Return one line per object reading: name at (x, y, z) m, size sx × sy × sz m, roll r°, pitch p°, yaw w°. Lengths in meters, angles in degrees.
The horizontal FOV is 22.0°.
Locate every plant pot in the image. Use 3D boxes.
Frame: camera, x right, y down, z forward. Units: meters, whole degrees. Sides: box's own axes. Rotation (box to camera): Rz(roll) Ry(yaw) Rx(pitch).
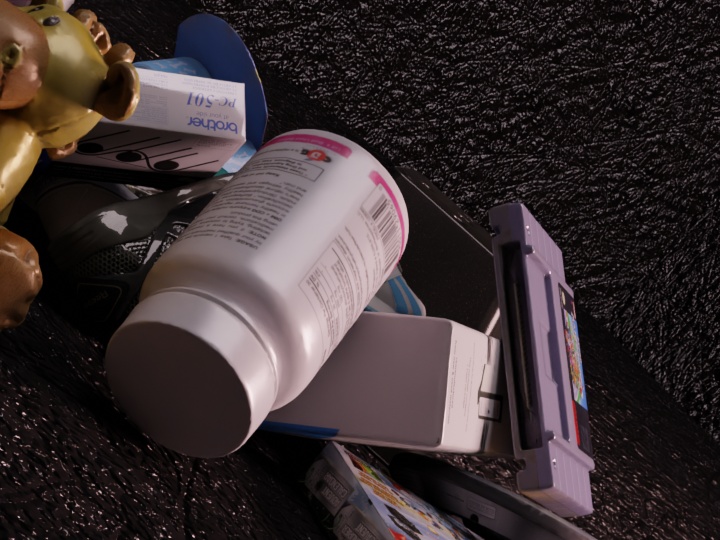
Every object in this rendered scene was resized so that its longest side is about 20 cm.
plant pot at (0.031, 0.025, 1.519) m, size 0.199 × 0.178 × 0.200 m, roll 42°, pitch 7°, yaw 6°

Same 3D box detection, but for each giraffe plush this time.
giraffe plush at (-0.202, -0.078, 1.013) m, size 0.172 × 0.162 × 0.200 m, roll 42°, pitch 8°, yaw 14°

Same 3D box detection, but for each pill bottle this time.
pill bottle at (-0.060, 0.012, 1.094) m, size 0.113 × 0.113 × 0.200 m, roll 40°, pitch 43°, yaw -2°

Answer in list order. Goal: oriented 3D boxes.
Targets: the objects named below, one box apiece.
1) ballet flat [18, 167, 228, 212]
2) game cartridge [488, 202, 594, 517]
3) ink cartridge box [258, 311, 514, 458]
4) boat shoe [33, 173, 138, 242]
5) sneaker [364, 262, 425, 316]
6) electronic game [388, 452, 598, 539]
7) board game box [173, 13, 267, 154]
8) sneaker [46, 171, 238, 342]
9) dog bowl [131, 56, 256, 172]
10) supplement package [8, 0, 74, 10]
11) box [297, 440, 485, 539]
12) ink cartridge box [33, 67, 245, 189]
ballet flat at (-0.182, -0.063, 1.294) m, size 0.199 × 0.075 × 0.068 m, roll 16°, pitch 29°, yaw -43°
game cartridge at (0.130, 0.065, 1.301) m, size 0.130 × 0.038 × 0.201 m, roll 32°, pitch 50°, yaw -63°
ink cartridge box at (0.018, 0.077, 1.255) m, size 0.145 × 0.085 × 0.200 m, roll 4°, pitch -6°, yaw 18°
boat shoe at (-0.147, -0.005, 1.280) m, size 0.200 × 0.071 × 0.070 m, roll 36°, pitch 34°, yaw -52°
sneaker at (0.000, 0.000, 1.338) m, size 0.076 × 0.081 × 0.200 m, roll 2°, pitch -16°, yaw 21°
electronic game at (0.109, 0.181, 1.307) m, size 0.199 × 0.042 × 0.200 m, roll 27°, pitch -12°, yaw 6°
board game box at (-0.111, -0.113, 1.555) m, size 0.039 × 0.201 × 0.158 m, roll -8°, pitch 34°, yaw -33°
sneaker at (-0.106, 0.002, 1.202) m, size 0.199 × 0.076 × 0.115 m, roll -24°, pitch 87°, yaw -54°
dog bowl at (-0.150, -0.092, 1.514) m, size 0.049 × 0.112 × 0.200 m, roll 4°, pitch 42°, yaw -43°
supplement package at (-0.297, -0.286, 1.414) m, size 0.200 × 0.147 × 0.191 m, roll 34°, pitch -33°, yaw -5°
box at (0.060, 0.200, 1.188) m, size 0.200 × 0.040 × 0.137 m, roll 36°, pitch 8°, yaw -32°
ink cartridge box at (-0.181, -0.095, 1.173) m, size 0.199 × 0.044 × 0.094 m, roll 6°, pitch -21°, yaw -23°
